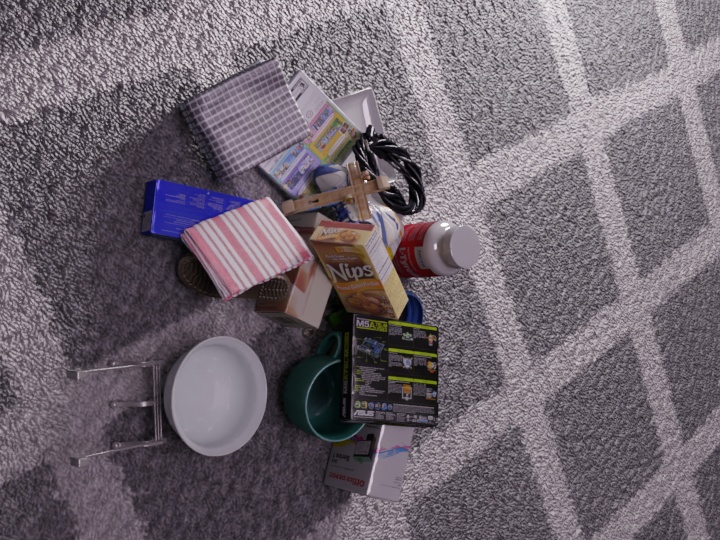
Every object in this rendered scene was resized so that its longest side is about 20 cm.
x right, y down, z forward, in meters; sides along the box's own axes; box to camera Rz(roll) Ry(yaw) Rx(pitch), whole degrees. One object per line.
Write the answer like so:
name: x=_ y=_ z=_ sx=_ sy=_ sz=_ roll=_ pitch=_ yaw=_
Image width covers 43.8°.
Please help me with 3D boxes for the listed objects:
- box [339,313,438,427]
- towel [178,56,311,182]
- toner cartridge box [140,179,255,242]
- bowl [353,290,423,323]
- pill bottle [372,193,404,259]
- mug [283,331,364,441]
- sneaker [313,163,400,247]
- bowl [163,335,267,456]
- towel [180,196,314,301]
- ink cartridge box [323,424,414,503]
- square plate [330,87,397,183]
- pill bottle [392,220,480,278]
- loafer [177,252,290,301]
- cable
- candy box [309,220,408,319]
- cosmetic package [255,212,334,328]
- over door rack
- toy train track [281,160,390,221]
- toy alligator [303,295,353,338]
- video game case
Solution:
box: x=0.056 y=0.188 z=1.660 sx=0.200 sy=0.047 sz=0.194 roll=9 pitch=72 yaw=-32
towel: x=-0.198 y=-0.271 z=1.594 sx=0.200 sy=0.086 sz=0.166 roll=-34 pitch=103 yaw=-22
toner cartridge box: x=-0.281 y=-0.093 z=1.572 sx=0.200 sy=0.043 sz=0.095 roll=11 pitch=82 yaw=-38
bowl: x=0.041 y=0.124 z=1.774 sx=0.200 sy=0.039 sz=0.201 roll=-29 pitch=136 yaw=-32
pill bottle: x=0.019 y=-0.060 z=1.767 sx=0.111 sy=0.111 sz=0.200 roll=43 pitch=57 yaw=-30
mug: x=-0.059 y=0.222 z=1.686 sx=0.152 sy=0.114 sz=0.185 roll=47 pitch=68 yaw=-27
sneaker: x=-0.016 y=-0.117 z=1.664 sx=0.200 sy=0.075 sz=0.088 roll=40 pitch=46 yaw=3
bowl: x=-0.264 y=0.213 z=1.538 sx=0.201 sy=0.090 sz=0.201 roll=3 pitch=86 yaw=-45
towel: x=-0.195 y=-0.041 z=1.561 sx=0.200 sy=0.030 sz=0.146 roll=-27 pitch=75 yaw=-38
ink cartridge box: x=0.021 y=0.334 z=1.735 sx=0.084 sy=0.145 sz=0.200 roll=22 pitch=75 yaw=-35
square plate: x=-0.027 y=-0.248 z=1.794 sx=0.200 sy=0.028 sz=0.198 roll=-24 pitch=103 yaw=-37
pill bottle: x=0.142 y=-0.042 z=1.812 sx=0.112 sy=0.200 sz=0.112 roll=2 pitch=87 yaw=-39
loafer: x=-0.225 y=0.008 z=1.589 sx=0.200 sy=0.068 sz=0.076 roll=14 pitch=112 yaw=-16
cable: x=0.064 y=-0.184 z=1.736 sx=0.200 sy=0.051 sz=0.163 roll=48 pitch=29 yaw=-23
candy box: x=0.000 y=0.000 z=1.621 sx=0.055 sy=0.115 sz=0.200 roll=-61 pitch=142 yaw=-32
cosmetic package: x=-0.108 y=0.001 z=1.672 sx=0.087 sy=0.103 sz=0.200 roll=30 pitch=69 yaw=-36
over door rack: x=-0.397 y=0.220 z=1.440 sx=0.200 sy=0.067 sz=0.148 roll=-2 pitch=89 yaw=-60
toy train track: x=-0.046 y=-0.139 z=1.628 sx=0.200 sy=0.033 sz=0.115 roll=-15 pitch=74 yaw=2
toy alligator: x=-0.026 y=0.081 z=1.765 sx=0.200 sy=0.054 sz=0.059 roll=-33 pitch=108 yaw=-35
video game case: x=-0.112 y=-0.246 z=1.701 sx=0.182 sy=0.022 sz=0.200 roll=43 pitch=72 yaw=-23
